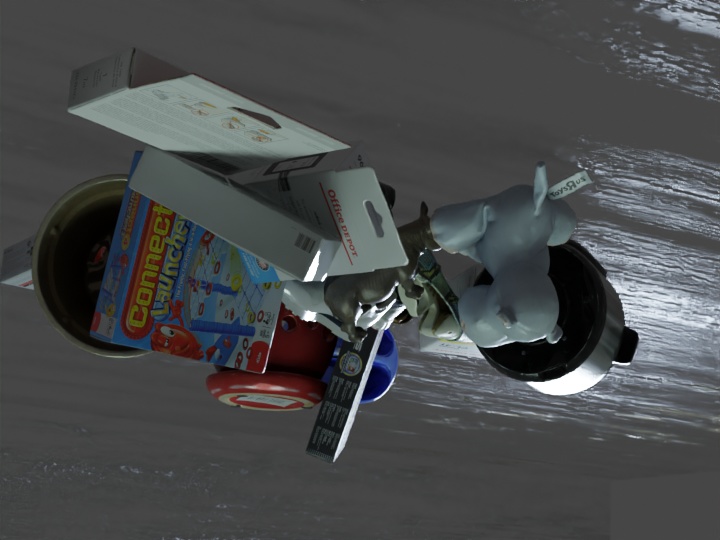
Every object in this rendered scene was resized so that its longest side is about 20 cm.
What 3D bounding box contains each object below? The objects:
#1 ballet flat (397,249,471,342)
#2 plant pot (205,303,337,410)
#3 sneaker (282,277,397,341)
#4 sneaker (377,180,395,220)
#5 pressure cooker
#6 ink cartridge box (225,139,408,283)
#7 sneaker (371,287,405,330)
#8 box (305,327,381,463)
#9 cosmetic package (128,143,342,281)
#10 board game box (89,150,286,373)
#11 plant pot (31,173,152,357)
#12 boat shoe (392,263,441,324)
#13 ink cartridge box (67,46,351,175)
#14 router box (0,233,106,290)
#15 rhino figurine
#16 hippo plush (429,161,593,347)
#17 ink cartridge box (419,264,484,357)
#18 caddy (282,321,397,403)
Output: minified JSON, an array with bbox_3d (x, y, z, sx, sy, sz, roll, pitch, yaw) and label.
[{"bbox_3d":[0.087,0.043,1.558,0.073,0.075,0.201,-7,134,36],"label":"ballet flat"},{"bbox_3d":[-0.125,0.097,1.747,0.197,0.186,0.201,2,163,1],"label":"plant pot"},{"bbox_3d":[-0.036,0.018,1.468,0.080,0.077,0.199,-32,150,22],"label":"sneaker"},{"bbox_3d":[-0.008,-0.052,1.375,0.081,0.072,0.200,13,161,-9],"label":"sneaker"},{"bbox_3d":[0.234,0.062,1.519,0.177,0.178,0.200,-32,157,14],"label":"pressure cooker"},{"bbox_3d":[-0.039,-0.060,1.252,0.197,0.068,0.117,-5,119,33],"label":"ink cartridge box"},{"bbox_3d":[0.000,0.000,1.571,0.087,0.074,0.199,-34,131,22],"label":"sneaker"},{"bbox_3d":[-0.017,0.159,1.729,0.044,0.203,0.160,19,-179,4],"label":"box"},{"bbox_3d":[-0.121,-0.054,1.195,0.198,0.051,0.082,28,-173,11],"label":"cosmetic package"},{"bbox_3d":[-0.172,-0.005,1.326,0.194,0.203,0.056,15,178,-38],"label":"board game box"},{"bbox_3d":[-0.274,0.000,1.448,0.197,0.204,0.183,5,176,-6],"label":"plant pot"},{"bbox_3d":[0.042,0.039,1.701,0.071,0.069,0.199,8,166,-24],"label":"boat shoe"},{"bbox_3d":[-0.133,-0.146,1.108,0.174,0.046,0.199,-8,162,40],"label":"ink cartridge box"},{"bbox_3d":[-0.372,-0.004,1.679,0.178,0.050,0.199,15,161,-36],"label":"router box"},{"bbox_3d":[0.041,-0.008,1.407,0.199,0.060,0.088,-39,134,5],"label":"rhino figurine"},{"bbox_3d":[0.178,0.001,1.316,0.158,0.164,0.199,7,161,-42],"label":"hippo plush"},{"bbox_3d":[0.184,0.063,1.726,0.145,0.087,0.200,8,163,-17],"label":"ink cartridge box"},{"bbox_3d":[-0.036,0.133,1.930,0.197,0.144,0.105,11,168,-28],"label":"caddy"}]
